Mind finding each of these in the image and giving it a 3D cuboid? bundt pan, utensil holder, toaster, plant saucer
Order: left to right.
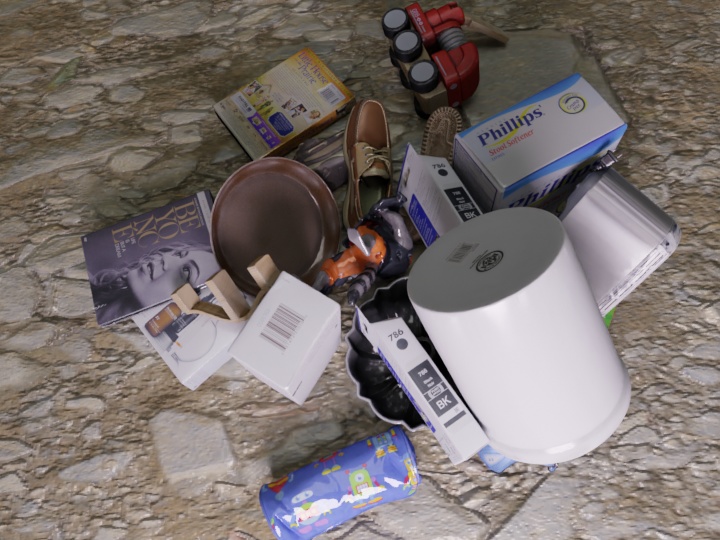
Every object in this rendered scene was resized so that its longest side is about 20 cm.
[{"bbox_3d":[-0.119,-0.056,0.767,0.032,0.200,0.201,6,59,55],"label":"plant saucer"},{"bbox_3d":[0.081,0.111,0.715,0.201,0.076,0.203,-2,68,4],"label":"bundt pan"},{"bbox_3d":[0.159,0.062,0.549,0.169,0.200,0.170,-24,28,14],"label":"utensil holder"},{"bbox_3d":[0.297,-0.036,0.679,0.129,0.200,0.114,42,36,13],"label":"toaster"}]

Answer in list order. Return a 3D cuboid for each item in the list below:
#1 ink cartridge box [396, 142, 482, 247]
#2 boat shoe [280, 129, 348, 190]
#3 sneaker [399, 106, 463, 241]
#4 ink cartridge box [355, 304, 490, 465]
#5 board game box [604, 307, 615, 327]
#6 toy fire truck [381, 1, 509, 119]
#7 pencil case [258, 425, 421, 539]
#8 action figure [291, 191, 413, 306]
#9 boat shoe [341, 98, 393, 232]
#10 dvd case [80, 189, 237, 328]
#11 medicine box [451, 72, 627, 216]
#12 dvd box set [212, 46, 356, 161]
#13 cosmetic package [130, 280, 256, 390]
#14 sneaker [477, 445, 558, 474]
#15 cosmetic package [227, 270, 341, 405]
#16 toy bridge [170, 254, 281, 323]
[{"bbox_3d":[0.108,-0.067,0.699,0.039,0.100,0.201,-14,57,-18],"label":"ink cartridge box"},{"bbox_3d":[-0.067,-0.162,0.847,0.199,0.075,0.073,-25,58,-15],"label":"boat shoe"},{"bbox_3d":[0.108,-0.140,0.827,0.070,0.108,0.201,22,101,10],"label":"sneaker"},{"bbox_3d":[0.065,0.122,0.618,0.039,0.100,0.200,-33,71,-9],"label":"ink cartridge box"},{"bbox_3d":[0.295,0.053,0.749,0.095,0.030,0.201,23,69,14],"label":"board game box"},{"bbox_3d":[0.157,-0.360,0.890,0.199,0.129,0.177,-24,68,5],"label":"toy fire truck"},{"bbox_3d":[-0.022,0.265,0.660,0.199,0.078,0.087,-24,75,-5],"label":"pencil case"},{"bbox_3d":[0.000,0.000,0.716,0.105,0.193,0.200,48,121,17],"label":"action figure"},{"bbox_3d":[0.019,-0.145,0.786,0.075,0.074,0.201,-1,95,-21],"label":"boat shoe"},{"bbox_3d":[-0.290,-0.021,0.777,0.199,0.016,0.149,-21,66,-6],"label":"dvd case"},{"bbox_3d":[0.223,-0.129,0.734,0.182,0.200,0.103,-28,67,-7],"label":"medicine box"},{"bbox_3d":[-0.128,-0.275,0.911,0.200,0.029,0.146,-36,69,-9],"label":"dvd box set"},{"bbox_3d":[-0.244,0.044,0.782,0.151,0.052,0.200,-41,70,-14],"label":"cosmetic package"},{"bbox_3d":[0.235,0.191,0.675,0.199,0.079,0.090,-25,92,9],"label":"sneaker"},{"bbox_3d":[-0.083,0.092,0.668,0.081,0.200,0.113,30,75,10],"label":"cosmetic package"},{"bbox_3d":[-0.165,0.033,0.682,0.067,0.199,0.027,58,44,-17],"label":"toy bridge"}]
